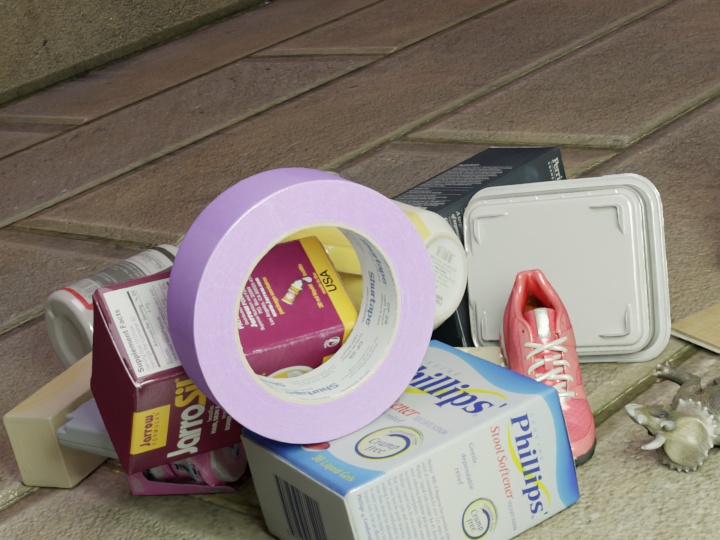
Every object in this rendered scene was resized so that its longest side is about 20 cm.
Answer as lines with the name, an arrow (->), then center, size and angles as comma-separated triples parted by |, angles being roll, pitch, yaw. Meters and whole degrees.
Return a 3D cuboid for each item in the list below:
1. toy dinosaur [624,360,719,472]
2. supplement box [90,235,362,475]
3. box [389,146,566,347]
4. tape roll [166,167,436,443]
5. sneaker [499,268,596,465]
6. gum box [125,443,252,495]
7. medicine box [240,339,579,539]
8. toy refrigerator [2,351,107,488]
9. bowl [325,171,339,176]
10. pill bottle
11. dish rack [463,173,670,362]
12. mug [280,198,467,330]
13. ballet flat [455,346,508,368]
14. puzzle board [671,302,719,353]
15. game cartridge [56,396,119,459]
toy dinosaur -> 0.299, 0.109, 1.268 | 0.198, 0.078, 0.102 | -12, 30, -10
supplement box -> -0.113, 0.068, 1.294 | 0.198, 0.131, 0.104 | -15, 55, -22
box -> 0.121, -0.025, 1.616 | 0.199, 0.150, 0.107 | -29, 21, -37
tape roll -> -0.044, 0.026, 1.197 | 0.199, 0.202, 0.066 | -21, 20, -22
sneaker -> 0.151, 0.079, 1.339 | 0.073, 0.087, 0.201 | -8, 41, -2
gum box -> -0.131, 0.136, 1.470 | 0.113, 0.067, 0.200 | -6, 21, 28
medicine box -> 0.038, 0.153, 1.250 | 0.199, 0.104, 0.182 | -24, 21, -25
toy refrigerator -> -0.261, 0.132, 1.564 | 0.069, 0.077, 0.200 | -2, 23, 32
bowl -> -0.052, -0.055, 1.897 | 0.198, 0.109, 0.200 | -12, 20, 4
pill bottle -> -0.238, 0.040, 1.749 | 0.199, 0.115, 0.113 | -26, 22, -33
dish rack -> 0.183, 0.003, 1.463 | 0.198, 0.173, 0.043 | -4, 2, 30
mug -> 0.005, 0.005, 1.464 | 0.152, 0.151, 0.186 | 9, 32, 40
ballet flat -> 0.065, 0.101, 1.451 | 0.198, 0.070, 0.069 | -2, 22, 28
puzzle board -> 0.407, 0.040, 1.444 | 0.199, 0.018, 0.150 | -22, 22, -21
game cartridge -> -0.158, 0.109, 1.410 | 0.132, 0.042, 0.200 | 8, 31, 43
